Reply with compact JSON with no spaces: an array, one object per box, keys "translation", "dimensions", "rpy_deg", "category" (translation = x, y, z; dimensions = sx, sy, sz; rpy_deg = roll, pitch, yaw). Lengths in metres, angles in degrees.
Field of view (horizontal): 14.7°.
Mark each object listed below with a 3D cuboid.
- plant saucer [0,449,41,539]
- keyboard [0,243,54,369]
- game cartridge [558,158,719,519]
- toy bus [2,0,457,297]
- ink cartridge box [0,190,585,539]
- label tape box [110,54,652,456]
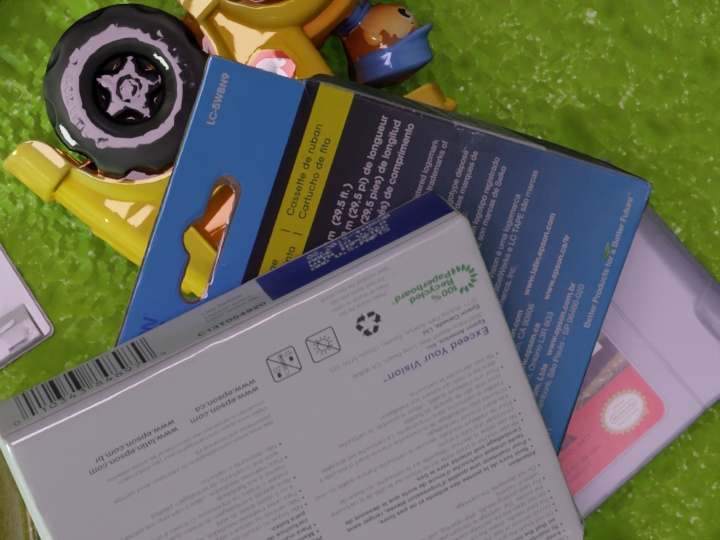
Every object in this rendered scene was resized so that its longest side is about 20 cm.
[{"translation":[-0.068,0.153,1.211],"dimensions":[0.199,0.048,0.201],"rpy_deg":[-6,92,12],"category":"plant saucer"},{"translation":[-0.235,0.059,1.270],"dimensions":[0.200,0.011,0.056],"rpy_deg":[-34,80,2],"category":"keyboard"},{"translation":[0.065,0.052,1.232],"dimensions":[0.200,0.041,0.133],"rpy_deg":[-42,81,2],"category":"game cartridge"},{"translation":[-0.026,-0.067,1.200],"dimensions":[0.192,0.136,0.200],"rpy_deg":[40,89,-1],"category":"toy bus"},{"translation":[-0.018,0.098,1.097],"dimensions":[0.199,0.041,0.201],"rpy_deg":[-26,115,-9],"category":"ink cartridge box"},{"translation":[0.000,0.000,1.131],"dimensions":[0.199,0.063,0.145],"rpy_deg":[16,99,-22],"category":"label tape box"}]
